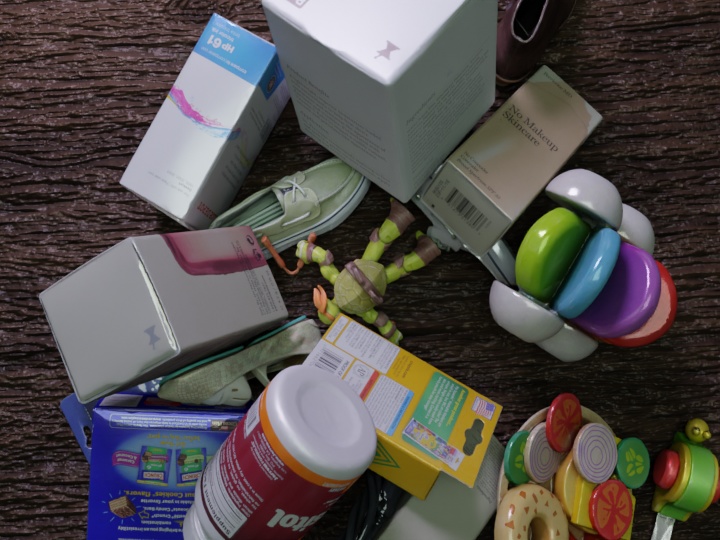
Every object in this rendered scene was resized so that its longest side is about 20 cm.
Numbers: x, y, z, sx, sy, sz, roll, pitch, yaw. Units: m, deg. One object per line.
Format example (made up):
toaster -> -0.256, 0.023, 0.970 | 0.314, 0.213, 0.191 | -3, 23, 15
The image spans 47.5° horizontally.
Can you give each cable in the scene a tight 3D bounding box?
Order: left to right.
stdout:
cable -> -0.038, 0.235, 0.822 | 0.161, 0.201, 0.051 | -11, 122, 34

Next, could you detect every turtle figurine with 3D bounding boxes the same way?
turtle figurine -> 0.000, 0.000, 0.890 | 0.161, 0.064, 0.200 | -43, 98, -3

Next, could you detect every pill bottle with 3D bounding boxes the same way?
pill bottle -> -0.080, 0.190, 0.745 | 0.113, 0.113, 0.201 | 41, 119, 4

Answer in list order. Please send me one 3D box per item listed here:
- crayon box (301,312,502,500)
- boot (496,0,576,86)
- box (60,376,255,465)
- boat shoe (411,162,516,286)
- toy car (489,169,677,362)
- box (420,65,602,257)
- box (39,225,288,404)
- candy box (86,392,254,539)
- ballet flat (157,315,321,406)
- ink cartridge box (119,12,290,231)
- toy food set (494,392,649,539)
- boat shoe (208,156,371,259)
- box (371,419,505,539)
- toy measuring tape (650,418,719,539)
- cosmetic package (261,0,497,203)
crayon box -> 0.032, 0.140, 0.820 | 0.197, 0.126, 0.052 | 29, 126, 8
boot -> 0.202, -0.301, 0.878 | 0.071, 0.166, 0.203 | 26, 85, 3
box -> -0.229, 0.149, 0.910 | 0.198, 0.032, 0.123 | -31, 85, -1
boat shoe -> 0.103, -0.055, 0.914 | 0.066, 0.073, 0.202 | -38, 76, 12
toy car -> 0.240, 0.013, 0.827 | 0.149, 0.199, 0.177 | 35, 96, 44
box -> 0.162, -0.119, 0.865 | 0.095, 0.078, 0.200 | 41, 58, 4
box -> -0.181, 0.035, 0.790 | 0.126, 0.199, 0.111 | -27, 85, 23
candy box -> -0.197, 0.238, 0.856 | 0.165, 0.077, 0.205 | 4, 93, -8
ballet flat -> -0.113, 0.106, 0.855 | 0.198, 0.067, 0.063 | -23, 79, -35
ink cartridge box -> -0.159, -0.146, 0.878 | 0.083, 0.145, 0.203 | 27, 85, 3
toy food set -> 0.218, 0.235, 0.849 | 0.197, 0.048, 0.202 | 22, 73, -26
boat shoe -> -0.076, -0.069, 0.903 | 0.198, 0.062, 0.073 | -34, 64, -2
box -> 0.077, 0.251, 0.835 | 0.082, 0.068, 0.200 | 47, 58, 2
toy measuring tape -> 0.341, 0.258, 0.874 | 0.072, 0.074, 0.204 | 17, 85, 2
cosmetic package -> 0.028, -0.216, 0.825 | 0.164, 0.201, 0.165 | 37, 73, 21
